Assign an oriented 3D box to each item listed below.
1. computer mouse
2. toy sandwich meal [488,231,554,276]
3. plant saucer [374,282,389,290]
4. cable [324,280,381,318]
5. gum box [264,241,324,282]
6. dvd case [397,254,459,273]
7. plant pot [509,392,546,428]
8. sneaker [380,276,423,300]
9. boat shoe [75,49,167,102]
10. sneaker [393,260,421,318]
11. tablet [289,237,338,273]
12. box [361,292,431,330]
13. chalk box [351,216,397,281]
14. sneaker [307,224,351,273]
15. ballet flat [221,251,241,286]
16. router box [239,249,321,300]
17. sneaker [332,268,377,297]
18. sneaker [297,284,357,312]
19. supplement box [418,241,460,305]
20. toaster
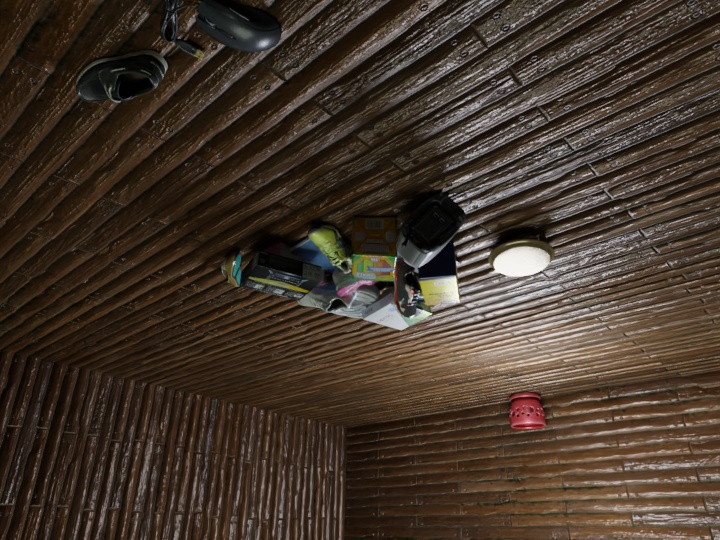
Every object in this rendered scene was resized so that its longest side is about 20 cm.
[{"bbox_3d":[-0.244,-0.397,0.915,0.199,0.046,0.140,15,149,-25],"label":"computer mouse"},{"bbox_3d":[0.463,-0.050,1.559,0.203,0.071,0.206,3,149,2],"label":"toy sandwich meal"},{"bbox_3d":[0.008,0.031,1.773,0.198,0.032,0.201,2,153,1],"label":"plant saucer"},{"bbox_3d":[-0.029,0.090,1.782,0.198,0.070,0.200,6,152,-7],"label":"cable"},{"bbox_3d":[-0.212,-0.006,1.666,0.113,0.067,0.199,-22,145,36],"label":"gum box"},{"bbox_3d":[0.184,-0.039,1.638,0.199,0.018,0.142,24,146,-37],"label":"dvd case"},{"bbox_3d":[0.957,0.808,3.105,0.198,0.184,0.201,1,153,1],"label":"plant pot"},{"bbox_3d":[0.176,0.078,1.815,0.198,0.077,0.111,-20,160,15],"label":"sneaker"},{"bbox_3d":[-0.453,-0.349,1.000,0.198,0.068,0.072,-8,154,20],"label":"boat shoe"},{"bbox_3d":[0.149,0.069,1.646,0.082,0.077,0.201,18,134,44],"label":"sneaker"},{"bbox_3d":[-0.101,-0.050,1.624,0.130,0.014,0.199,-27,143,33],"label":"tablet"},{"bbox_3d":[0.122,0.139,1.784,0.199,0.037,0.144,19,139,-43],"label":"box"},{"bbox_3d":[0.036,-0.047,1.510,0.123,0.125,0.200,1,153,1],"label":"chalk box"},{"bbox_3d":[-0.074,-0.062,1.524,0.075,0.077,0.200,-27,142,23],"label":"sneaker"},{"bbox_3d":[-0.407,-0.004,1.686,0.062,0.069,0.200,16,151,1],"label":"ballet flat"},{"bbox_3d":[-0.235,0.018,1.582,0.199,0.053,0.157,16,148,-27],"label":"router box"},{"bbox_3d":[0.000,0.000,1.636,0.199,0.089,0.082,-22,156,-26],"label":"sneaker"},{"bbox_3d":[-0.113,0.092,1.662,0.198,0.087,0.075,-7,128,21],"label":"sneaker"},{"bbox_3d":[0.233,0.014,1.599,0.108,0.110,0.200,-5,153,12],"label":"supplement box"},{"bbox_3d":[0.167,-0.092,1.362,0.114,0.200,0.129,43,160,9],"label":"toaster"}]
